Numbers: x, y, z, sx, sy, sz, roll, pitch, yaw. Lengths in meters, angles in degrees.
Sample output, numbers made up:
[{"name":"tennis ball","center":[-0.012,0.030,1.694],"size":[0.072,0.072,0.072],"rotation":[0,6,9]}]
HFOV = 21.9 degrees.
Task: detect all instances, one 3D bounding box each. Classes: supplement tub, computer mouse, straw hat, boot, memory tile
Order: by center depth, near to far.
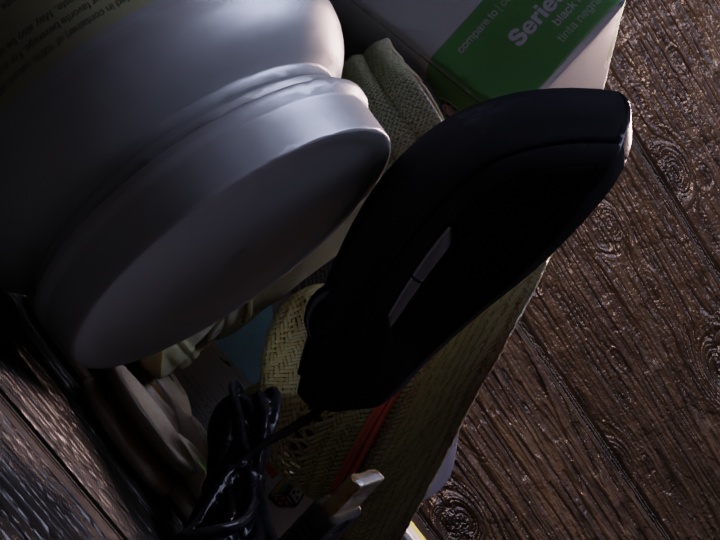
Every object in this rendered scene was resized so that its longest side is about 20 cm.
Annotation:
[{"name":"computer mouse","center":[0.003,0.018,0.583],"size":[0.046,0.200,0.140],"rotation":[41,22,-17]},{"name":"supplement tub","center":[-0.097,-0.083,0.608],"size":[0.200,0.145,0.145],"rotation":[54,-2,13]},{"name":"straw hat","center":[-0.002,0.051,0.731],"size":[0.085,0.201,0.201],"rotation":[29,-4,5]},{"name":"memory tile","center":[-0.095,0.034,0.733],"size":[0.200,0.017,0.153],"rotation":[53,-1,39]},{"name":"boot","center":[-0.035,-0.028,0.764],"size":[0.072,0.155,0.200],"rotation":[54,0,-6]}]

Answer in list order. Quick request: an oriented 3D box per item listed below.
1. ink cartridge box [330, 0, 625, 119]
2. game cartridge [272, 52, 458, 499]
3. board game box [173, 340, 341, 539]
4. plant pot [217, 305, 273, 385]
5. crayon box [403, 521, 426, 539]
[{"name":"ink cartridge box","center":[0.016,-0.133,0.872],"size":[0.200,0.084,0.146],"rotation":[41,-9,11]},{"name":"game cartridge","center":[0.000,0.000,0.856],"size":[0.133,0.041,0.200],"rotation":[-148,-129,-60]},{"name":"board game box","center":[-0.026,0.114,0.888],"size":[0.200,0.035,0.126],"rotation":[55,-6,-37]},{"name":"plant pot","center":[-0.035,0.031,1.046],"size":[0.200,0.135,0.200],"rotation":[54,-1,1]},{"name":"crayon box","center":[0.037,0.204,1.142],"size":[0.200,0.051,0.127],"rotation":[54,-1,-27]}]
